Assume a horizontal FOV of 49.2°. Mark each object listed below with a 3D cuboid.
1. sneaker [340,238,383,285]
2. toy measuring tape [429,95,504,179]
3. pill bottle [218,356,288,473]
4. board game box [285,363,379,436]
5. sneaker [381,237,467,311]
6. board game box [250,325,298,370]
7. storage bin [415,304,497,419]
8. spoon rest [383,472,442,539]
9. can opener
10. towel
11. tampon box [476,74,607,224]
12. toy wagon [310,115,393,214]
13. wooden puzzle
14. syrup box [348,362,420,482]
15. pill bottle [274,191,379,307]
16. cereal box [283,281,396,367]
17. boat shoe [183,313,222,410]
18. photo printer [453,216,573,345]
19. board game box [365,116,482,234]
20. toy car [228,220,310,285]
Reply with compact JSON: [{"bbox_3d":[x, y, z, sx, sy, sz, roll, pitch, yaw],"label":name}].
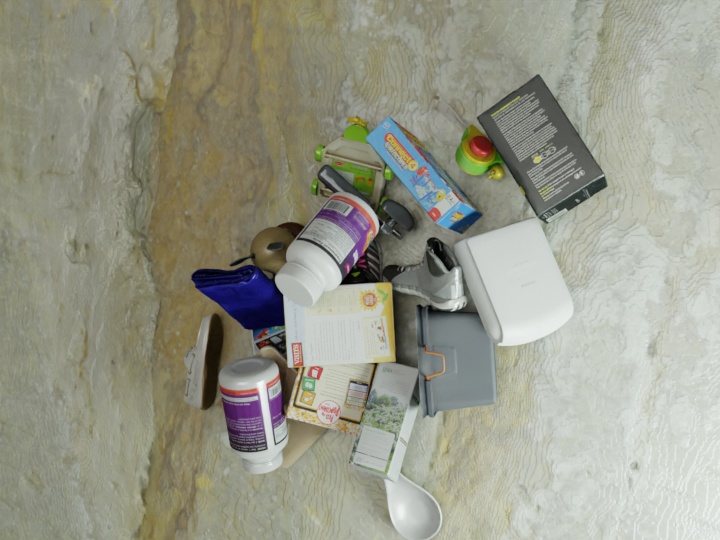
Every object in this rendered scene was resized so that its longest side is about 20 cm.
[{"bbox_3d":[0.000,0.000,1.483,0.073,0.087,0.202,-15,85,19],"label":"sneaker"},{"bbox_3d":[0.182,-0.235,1.426,0.074,0.073,0.200,-46,77,14],"label":"toy measuring tape"},{"bbox_3d":[-0.196,0.271,1.467,0.112,0.112,0.202,0,107,21],"label":"pill bottle"},{"bbox_3d":[-0.043,0.194,1.471,0.150,0.046,0.202,16,82,-2],"label":"board game box"},{"bbox_3d":[0.114,-0.011,1.409,0.199,0.075,0.116,21,123,45],"label":"sneaker"},{"bbox_3d":[-0.117,0.160,1.554,0.198,0.035,0.127,-9,87,21],"label":"board game box"},{"bbox_3d":[0.172,0.157,1.396,0.133,0.146,0.202,-5,87,11],"label":"storage bin"},{"bbox_3d":[0.079,0.407,1.460,0.099,0.061,0.201,-31,77,18],"label":"spoon rest"},{"bbox_3d":[0.012,-0.133,1.454,0.200,0.053,0.067,42,91,-1],"label":"can opener"},{"bbox_3d":[-0.209,0.057,1.483,0.147,0.200,0.050,-4,62,27],"label":"towel"},{"bbox_3d":[0.311,-0.201,1.336,0.126,0.150,0.201,-33,78,16],"label":"tampon box"},{"bbox_3d":[-0.011,-0.194,1.479,0.154,0.040,0.201,16,118,14],"label":"toy wagon"},{"bbox_3d":[-0.160,0.264,1.542,0.200,0.046,0.185,42,113,-1],"label":"wooden puzzle"},{"bbox_3d":[0.051,0.271,1.430,0.078,0.082,0.201,12,70,20],"label":"syrup box"},{"bbox_3d":[-0.061,-0.035,1.389,0.111,0.112,0.200,26,59,19],"label":"pill bottle"},{"bbox_3d":[-0.038,0.098,1.425,0.198,0.040,0.145,-3,90,4],"label":"cereal box"},{"bbox_3d":[-0.333,0.184,1.618,0.069,0.071,0.202,10,93,19],"label":"boat shoe"},{"bbox_3d":[0.268,0.023,1.353,0.165,0.069,0.201,-17,80,-21],"label":"photo printer"},{"bbox_3d":[0.117,-0.162,1.384,0.056,0.200,0.196,-41,76,13],"label":"board game box"},{"bbox_3d":[-0.153,-0.019,1.484,0.163,0.200,0.159,-20,82,20],"label":"toy car"}]
